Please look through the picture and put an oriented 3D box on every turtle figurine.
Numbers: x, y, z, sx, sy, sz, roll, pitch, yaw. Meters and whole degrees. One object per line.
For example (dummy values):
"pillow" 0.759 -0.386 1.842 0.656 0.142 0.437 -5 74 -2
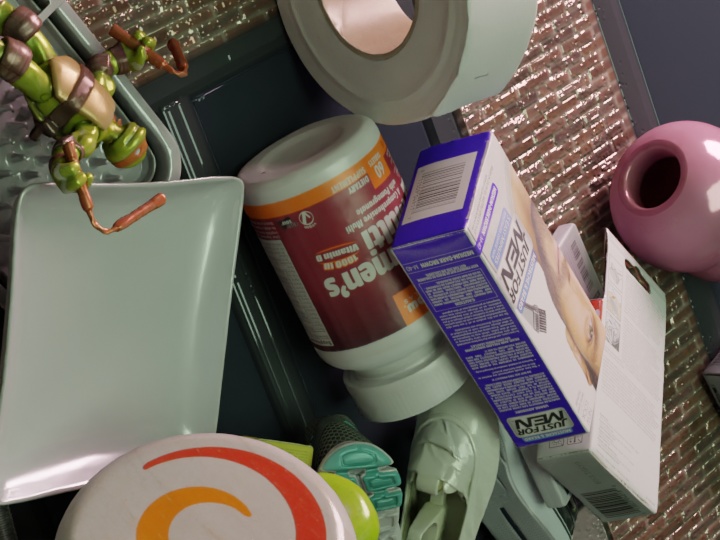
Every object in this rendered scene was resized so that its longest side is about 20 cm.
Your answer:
"turtle figurine" -0.181 -0.117 1.150 0.161 0.064 0.200 45 36 -25

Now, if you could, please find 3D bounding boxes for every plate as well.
"plate" -0.160 0.038 1.200 0.200 0.032 0.200 -6 107 -52

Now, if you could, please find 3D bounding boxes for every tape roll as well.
"tape roll" 0.027 -0.203 1.294 0.071 0.202 0.203 -23 104 -38

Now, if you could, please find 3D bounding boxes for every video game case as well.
"video game case" 0.157 0.071 1.475 0.144 0.018 0.200 65 33 -19

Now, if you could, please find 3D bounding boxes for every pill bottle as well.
"pill bottle" 0.000 0.000 1.328 0.110 0.109 0.200 -40 113 -33

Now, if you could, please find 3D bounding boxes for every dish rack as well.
"dish rack" -0.220 -0.080 1.188 0.200 0.043 0.172 52 58 -27

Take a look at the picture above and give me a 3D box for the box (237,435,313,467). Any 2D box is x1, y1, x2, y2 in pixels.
"box" -0.083 0.214 1.280 0.050 0.075 0.201 13 82 -39

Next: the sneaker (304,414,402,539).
"sneaker" -0.005 0.188 1.346 0.077 0.091 0.201 -9 121 -15

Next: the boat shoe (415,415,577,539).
"boat shoe" 0.104 0.140 1.451 0.200 0.072 0.071 61 34 -23

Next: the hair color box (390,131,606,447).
"hair color box" 0.102 0.015 1.323 0.200 0.065 0.109 58 32 -32

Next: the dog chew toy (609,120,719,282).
"dog chew toy" 0.297 -0.047 1.577 0.200 0.124 0.125 22 75 -46

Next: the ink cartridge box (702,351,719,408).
"ink cartridge box" 0.411 0.108 1.715 0.200 0.041 0.200 -45 117 -31

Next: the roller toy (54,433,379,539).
"roller toy" -0.096 0.206 1.147 0.183 0.199 0.140 -78 174 -46

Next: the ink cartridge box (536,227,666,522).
"ink cartridge box" 0.189 0.080 1.458 0.109 0.050 0.201 43 44 -41

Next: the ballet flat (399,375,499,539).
"ballet flat" 0.057 0.170 1.373 0.069 0.069 0.201 -2 108 -40

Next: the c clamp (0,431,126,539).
"c clamp" -0.207 0.173 1.212 0.171 0.027 0.201 -29 106 -42
